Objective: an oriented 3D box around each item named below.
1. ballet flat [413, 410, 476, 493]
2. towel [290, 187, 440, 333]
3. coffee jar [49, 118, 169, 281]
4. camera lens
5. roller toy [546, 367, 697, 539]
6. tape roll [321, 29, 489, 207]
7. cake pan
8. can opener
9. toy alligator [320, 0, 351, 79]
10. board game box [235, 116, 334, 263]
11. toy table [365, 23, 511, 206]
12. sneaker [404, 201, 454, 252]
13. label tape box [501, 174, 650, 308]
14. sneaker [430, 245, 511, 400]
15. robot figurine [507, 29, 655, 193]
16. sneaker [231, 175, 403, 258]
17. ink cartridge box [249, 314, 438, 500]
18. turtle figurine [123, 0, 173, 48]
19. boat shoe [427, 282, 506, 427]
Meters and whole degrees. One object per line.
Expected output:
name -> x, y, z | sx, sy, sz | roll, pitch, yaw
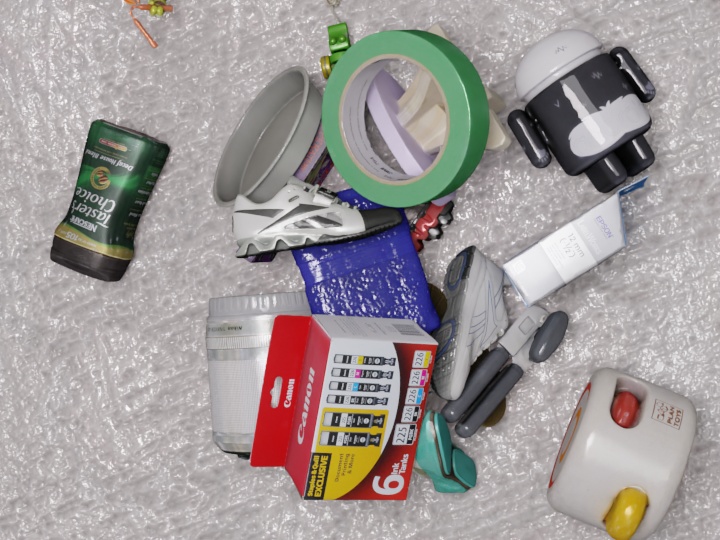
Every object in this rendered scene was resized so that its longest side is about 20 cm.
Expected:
ballet flat -> 0.085, 0.227, 1.463 | 0.070, 0.200, 0.067 | -9, 61, 16
towel -> 0.000, 0.000, 1.463 | 0.148, 0.050, 0.200 | -18, 86, -6
coffee jar -> -0.329, -0.089, 1.576 | 0.104, 0.085, 0.200 | 20, 94, 8
camera lens -> -0.109, 0.128, 1.504 | 0.160, 0.160, 0.200 | -4, 89, 9
roller toy -> 0.313, 0.218, 1.424 | 0.140, 0.200, 0.183 | 21, 88, 7
tape roll -> 0.049, -0.174, 1.383 | 0.200, 0.048, 0.201 | 8, 105, 32
cake pan -> -0.113, -0.159, 1.501 | 0.037, 0.200, 0.200 | 30, 96, -25
can opener -> 0.180, 0.119, 1.476 | 0.053, 0.067, 0.200 | 47, 66, -8
toy alligator -> -0.023, -0.273, 1.543 | 0.059, 0.054, 0.200 | -11, 88, 8
board game box -> -0.081, -0.099, 1.520 | 0.032, 0.120, 0.200 | 33, 96, 2
toy table -> 0.096, -0.193, 1.474 | 0.117, 0.184, 0.200 | -36, 78, 21
sneaker -> 0.028, -0.028, 1.528 | 0.098, 0.071, 0.200 | 37, 93, 7
label tape box -> 0.271, -0.033, 1.452 | 0.200, 0.143, 0.066 | -31, 85, 8
sneaker -> 0.139, 0.068, 1.476 | 0.087, 0.075, 0.200 | 26, 66, -20
robot figurine -> 0.271, -0.194, 1.464 | 0.125, 0.150, 0.200 | -36, 85, 41
sneaker -> -0.051, -0.070, 1.404 | 0.200, 0.074, 0.089 | -7, 86, -6
ink cartridge box -> -0.022, 0.158, 1.388 | 0.176, 0.084, 0.200 | 4, 106, -21
turtle figurine -> -0.263, -0.395, 1.576 | 0.161, 0.064, 0.200 | -31, 77, 0
boat shoe -> 0.111, 0.110, 1.525 | 0.073, 0.063, 0.201 | -35, 90, -28
